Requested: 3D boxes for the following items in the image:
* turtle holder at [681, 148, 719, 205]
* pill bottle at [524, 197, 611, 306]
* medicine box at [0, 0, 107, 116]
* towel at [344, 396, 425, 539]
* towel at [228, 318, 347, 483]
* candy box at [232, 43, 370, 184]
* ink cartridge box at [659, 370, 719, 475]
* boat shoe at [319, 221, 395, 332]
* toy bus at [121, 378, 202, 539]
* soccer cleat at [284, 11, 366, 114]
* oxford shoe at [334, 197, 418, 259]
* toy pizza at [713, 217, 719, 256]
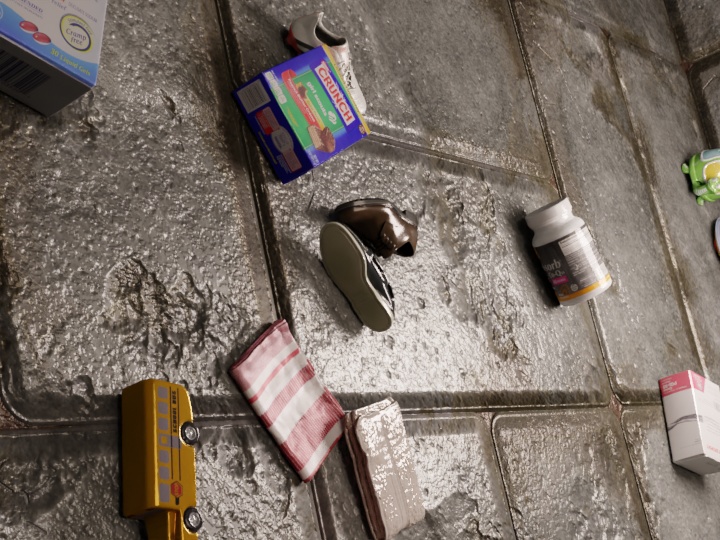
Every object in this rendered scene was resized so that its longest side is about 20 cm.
[{"bbox_3d":[0.945,-0.261,3.265,0.185,0.132,0.141,2,71,-53],"label":"turtle holder"},{"bbox_3d":[0.416,-0.038,2.462,0.116,0.116,0.200,-32,96,-55],"label":"pill bottle"},{"bbox_3d":[-0.423,-0.330,1.530,0.182,0.103,0.200,29,51,-42],"label":"medicine box"},{"bbox_3d":[0.040,0.296,1.835,0.132,0.034,0.200,-12,87,-57],"label":"towel"},{"bbox_3d":[-0.097,0.184,1.745,0.200,0.023,0.144,58,37,-13],"label":"towel"},{"bbox_3d":[-0.089,-0.252,1.948,0.169,0.077,0.200,61,34,-8],"label":"candy box"},{"bbox_3d":[0.747,0.341,2.714,0.146,0.083,0.200,27,51,-43],"label":"ink cartridge box"},{"bbox_3d":[0.002,0.000,1.933,0.200,0.074,0.066,57,34,-15],"label":"boat shoe"},{"bbox_3d":[-0.244,0.239,1.483,0.078,0.065,0.200,20,56,-46],"label":"toy bus"},{"bbox_3d":[-0.043,-0.347,2.054,0.200,0.085,0.069,51,38,-21],"label":"soccer cleat"},{"bbox_3d":[0.034,-0.067,2.013,0.200,0.073,0.085,18,59,-47],"label":"oxford shoe"},{"bbox_3d":[1.009,-0.049,3.319,0.200,0.032,0.201,29,49,-40],"label":"toy pizza"}]
